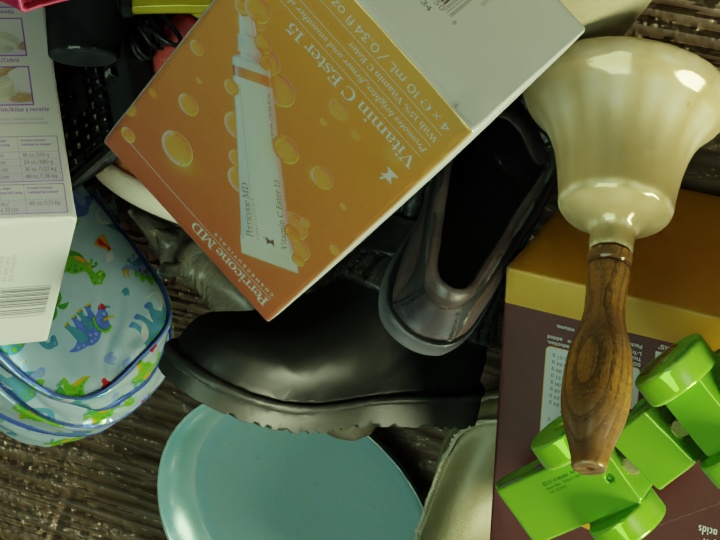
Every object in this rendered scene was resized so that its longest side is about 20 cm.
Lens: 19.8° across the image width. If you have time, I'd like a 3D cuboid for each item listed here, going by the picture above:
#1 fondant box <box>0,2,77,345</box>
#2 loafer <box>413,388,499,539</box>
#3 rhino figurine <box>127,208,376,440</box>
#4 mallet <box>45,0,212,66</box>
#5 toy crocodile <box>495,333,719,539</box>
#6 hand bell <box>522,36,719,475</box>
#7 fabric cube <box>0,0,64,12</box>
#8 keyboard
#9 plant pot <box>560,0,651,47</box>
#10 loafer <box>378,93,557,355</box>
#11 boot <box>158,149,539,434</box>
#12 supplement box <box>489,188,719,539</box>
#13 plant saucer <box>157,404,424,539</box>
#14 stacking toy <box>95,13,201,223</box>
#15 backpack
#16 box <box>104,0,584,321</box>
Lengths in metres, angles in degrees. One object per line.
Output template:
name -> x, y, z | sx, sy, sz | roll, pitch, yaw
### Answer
fondant box -> -0.205, -0.078, 1.146 | 0.144, 0.058, 0.200 | 117, 144, -58
loafer -> 0.068, 0.165, 1.220 | 0.076, 0.067, 0.200 | 14, 115, 0
rhino figurine -> -0.056, 0.027, 1.198 | 0.200, 0.087, 0.060 | 41, 88, -10
mallet -> -0.067, -0.130, 1.068 | 0.199, 0.041, 0.066 | 8, 83, 7
toy crocodile -> 0.144, 0.080, 0.999 | 0.068, 0.062, 0.200 | 51, 131, -3
hand bell -> 0.118, 0.002, 0.972 | 0.104, 0.200, 0.104 | 7, 154, 3
fabric cube -> -0.153, -0.261, 1.021 | 0.199, 0.200, 0.197 | 23, 122, 40
keyboard -> -0.155, -0.148, 1.142 | 0.104, 0.040, 0.200 | -34, 54, 26
plant pot -> 0.092, -0.192, 0.989 | 0.187, 0.187, 0.200 | 27, 138, 14
loafer -> 0.069, -0.051, 1.049 | 0.072, 0.200, 0.063 | 25, 154, -5
boot -> -0.001, -0.001, 1.102 | 0.079, 0.211, 0.158 | 33, 113, 47
supplement box -> 0.185, 0.081, 1.090 | 0.197, 0.133, 0.200 | 14, 120, 22
plant saucer -> -0.037, 0.160, 1.319 | 0.200, 0.027, 0.201 | 12, 119, 23
stacking toy -> -0.060, -0.126, 1.138 | 0.146, 0.146, 0.200 | 23, 108, 17
backpack -> -0.207, 0.014, 1.256 | 0.154, 0.163, 0.200 | -13, 114, 49
box -> -0.013, -0.085, 0.964 | 0.124, 0.097, 0.200 | 47, 141, 0
